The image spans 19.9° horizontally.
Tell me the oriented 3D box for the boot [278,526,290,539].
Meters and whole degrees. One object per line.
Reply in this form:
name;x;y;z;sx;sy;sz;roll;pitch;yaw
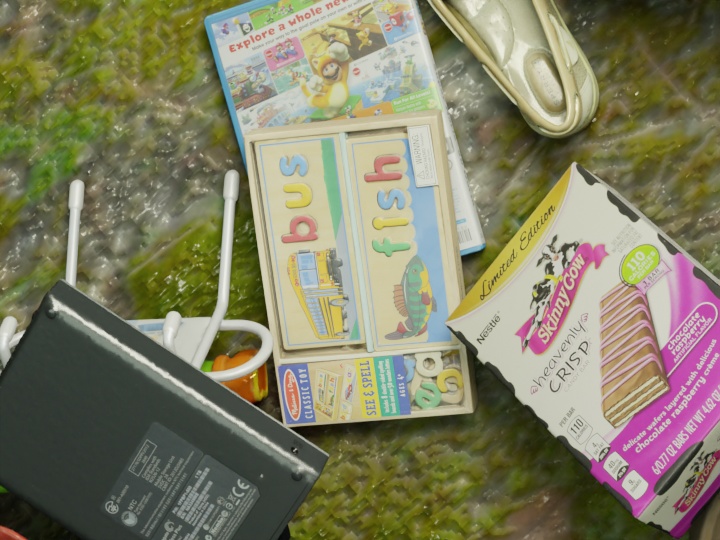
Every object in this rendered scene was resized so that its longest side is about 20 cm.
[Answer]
boot;-0.089;0.232;1.369;0.096;0.075;0.202;-3;112;16

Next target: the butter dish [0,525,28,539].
butter dish;-0.206;0.302;1.343;0.199;0.148;0.201;33;141;10

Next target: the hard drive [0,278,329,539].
hard drive;-0.137;0.115;1.273;0.199;0.033;0.140;33;117;-1

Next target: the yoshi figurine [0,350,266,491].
yoshi figurine;-0.157;0.111;1.382;0.198;0.113;0.113;-9;130;1

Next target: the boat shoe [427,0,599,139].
boat shoe;0.083;-0.173;1.310;0.073;0.063;0.202;-30;87;14

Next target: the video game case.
video game case;-0.011;-0.092;1.363;0.142;0.018;0.202;-16;91;15

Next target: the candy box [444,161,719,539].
candy box;0.161;0.046;1.258;0.137;0.061;0.200;-51;50;7

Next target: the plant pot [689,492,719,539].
plant pot;0.299;0.192;1.206;0.198;0.174;0.202;1;108;3

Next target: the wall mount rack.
wall mount rack;-0.151;0.013;1.351;0.198;0.174;0.075;-2;124;15

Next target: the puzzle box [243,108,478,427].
puzzle box;0.000;0.000;1.344;0.132;0.025;0.202;-5;103;13
